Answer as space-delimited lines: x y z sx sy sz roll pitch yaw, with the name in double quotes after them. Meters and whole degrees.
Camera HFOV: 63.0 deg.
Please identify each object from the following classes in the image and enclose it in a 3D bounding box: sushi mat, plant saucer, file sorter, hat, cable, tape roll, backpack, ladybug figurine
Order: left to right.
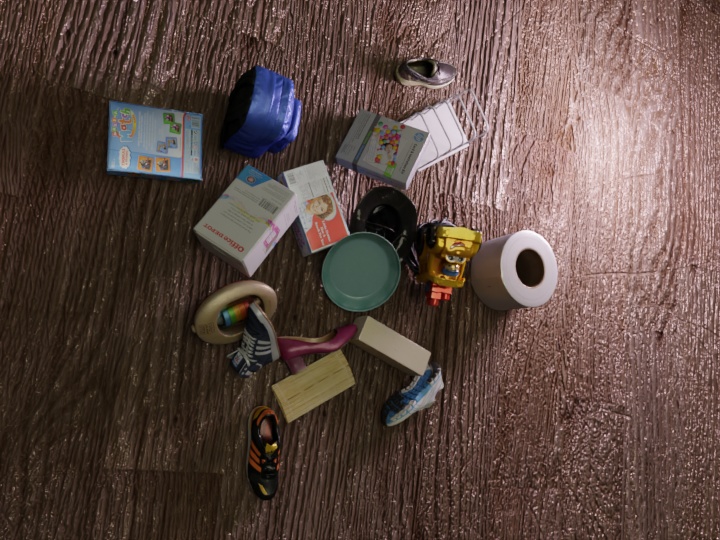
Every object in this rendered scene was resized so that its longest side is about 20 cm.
-0.280 0.085 1.289 0.197 0.072 0.139 -20 124 -28 "ladybug figurine"
-0.215 -0.359 1.323 0.164 0.199 0.167 9 79 -24 "backpack"
-0.108 0.271 1.393 0.197 0.012 0.098 -25 93 -27 "sushi mat"
0.000 0.000 1.432 0.195 0.036 0.205 -4 111 -10 "plant saucer"
0.050 -0.111 1.483 0.196 0.081 0.206 -3 100 -18 "hat"
0.201 -0.054 1.563 0.196 0.051 0.168 -10 89 -25 "cable"
0.222 -0.381 1.578 0.198 0.124 0.141 -29 95 -25 "file sorter"
0.421 0.003 1.614 0.198 0.139 0.208 4 81 -26 "tape roll"

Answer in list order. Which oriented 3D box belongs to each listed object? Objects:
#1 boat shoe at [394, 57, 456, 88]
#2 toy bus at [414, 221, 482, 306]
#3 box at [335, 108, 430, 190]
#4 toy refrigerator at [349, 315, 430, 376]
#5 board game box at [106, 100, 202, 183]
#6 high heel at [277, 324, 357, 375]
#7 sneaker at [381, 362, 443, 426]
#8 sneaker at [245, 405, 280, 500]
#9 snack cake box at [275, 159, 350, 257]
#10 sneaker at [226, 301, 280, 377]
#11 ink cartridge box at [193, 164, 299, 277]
0.190 -0.546 1.617 0.196 0.065 0.075 -14 87 -27 "boat shoe"
0.205 -0.010 1.436 0.132 0.200 0.197 9 83 -10 "toy bus"
0.057 -0.306 1.480 0.196 0.041 0.158 23 72 13 "box"
0.072 0.186 1.457 0.198 0.076 0.071 31 71 -18 "toy refrigerator"
-0.449 -0.279 1.290 0.195 0.036 0.156 3 82 -26 "board game box"
-0.101 0.155 1.381 0.198 0.067 0.098 -31 102 -24 "high heel"
0.141 0.330 1.477 0.199 0.075 0.088 -38 124 -15 "sneaker"
-0.208 0.403 1.284 0.068 0.090 0.206 -1 83 -25 "sneaker"
-0.114 -0.149 1.417 0.113 0.067 0.204 -21 92 -28 "snack cake box"
-0.238 0.157 1.263 0.107 0.202 0.070 -31 56 -19 "sneaker"
-0.250 -0.110 1.307 0.143 0.085 0.202 30 67 14 "ink cartridge box"
